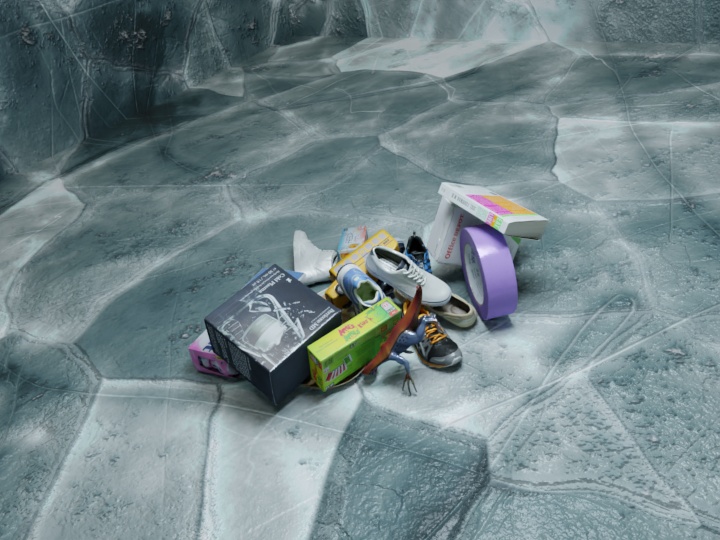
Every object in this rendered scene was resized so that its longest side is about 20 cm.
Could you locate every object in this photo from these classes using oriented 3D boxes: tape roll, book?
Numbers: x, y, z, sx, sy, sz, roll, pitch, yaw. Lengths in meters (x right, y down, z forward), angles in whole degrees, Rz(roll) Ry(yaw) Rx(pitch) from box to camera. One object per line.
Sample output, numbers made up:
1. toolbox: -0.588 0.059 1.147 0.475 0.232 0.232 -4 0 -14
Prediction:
1. tape roll: 0.271 0.001 1.427 0.065 0.201 0.201 -13 33 -2
2. book: 0.277 -0.131 1.408 0.133 0.048 0.200 1 29 -40

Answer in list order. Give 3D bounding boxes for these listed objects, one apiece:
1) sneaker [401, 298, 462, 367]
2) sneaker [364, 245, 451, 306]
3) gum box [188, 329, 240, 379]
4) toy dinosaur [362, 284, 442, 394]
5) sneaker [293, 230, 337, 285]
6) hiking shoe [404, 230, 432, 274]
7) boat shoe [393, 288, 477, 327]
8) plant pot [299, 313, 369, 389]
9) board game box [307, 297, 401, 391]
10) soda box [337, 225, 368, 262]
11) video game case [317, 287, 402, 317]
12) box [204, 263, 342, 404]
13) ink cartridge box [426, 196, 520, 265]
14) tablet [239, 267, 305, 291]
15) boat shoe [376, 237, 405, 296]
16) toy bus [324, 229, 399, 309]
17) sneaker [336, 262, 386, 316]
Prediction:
1. sneaker: 0.140 0.130 1.388 0.078 0.078 0.200 -24 36 -21
2. sneaker: 0.100 0.013 1.398 0.199 0.071 0.073 24 66 5
3. gum box: -0.280 0.152 1.488 0.113 0.067 0.200 7 36 26
4. toy dinosaur: 0.070 0.135 1.312 0.180 0.201 0.105 -24 17 6
5. sneaker: -0.114 -0.037 1.727 0.115 0.074 0.201 -10 43 -1
6. hiking shoe: 0.133 0.002 1.561 0.074 0.087 0.201 -12 43 -1
7. boat shoe: 0.159 0.062 1.455 0.199 0.065 0.072 24 76 25
8. plant pot: -0.075 0.170 1.404 0.198 0.028 0.201 -2 47 2
9. board game box: -0.009 0.147 1.334 0.199 0.102 0.048 -30 53 -24
10. soda box: -0.016 -0.053 1.681 0.068 0.064 0.200 -7 19 6
11. video game case: -0.031 0.093 1.525 0.199 0.023 0.182 -27 43 -23
12. box: -0.172 0.125 1.349 0.196 0.124 0.200 33 57 26
13. ink cartridge box: 0.270 -0.088 1.550 0.199 0.147 0.084 6 27 -21
14. tablet: -0.227 0.055 1.548 0.129 0.014 0.200 6 35 28
15. boat shoe: 0.069 -0.003 1.579 0.091 0.071 0.200 27 44 24
16. toy bus: 0.000 0.000 1.479 0.200 0.065 0.078 -38 61 -16
17. sneaker: 0.022 0.074 1.405 0.076 0.200 0.077 -44 31 -7
